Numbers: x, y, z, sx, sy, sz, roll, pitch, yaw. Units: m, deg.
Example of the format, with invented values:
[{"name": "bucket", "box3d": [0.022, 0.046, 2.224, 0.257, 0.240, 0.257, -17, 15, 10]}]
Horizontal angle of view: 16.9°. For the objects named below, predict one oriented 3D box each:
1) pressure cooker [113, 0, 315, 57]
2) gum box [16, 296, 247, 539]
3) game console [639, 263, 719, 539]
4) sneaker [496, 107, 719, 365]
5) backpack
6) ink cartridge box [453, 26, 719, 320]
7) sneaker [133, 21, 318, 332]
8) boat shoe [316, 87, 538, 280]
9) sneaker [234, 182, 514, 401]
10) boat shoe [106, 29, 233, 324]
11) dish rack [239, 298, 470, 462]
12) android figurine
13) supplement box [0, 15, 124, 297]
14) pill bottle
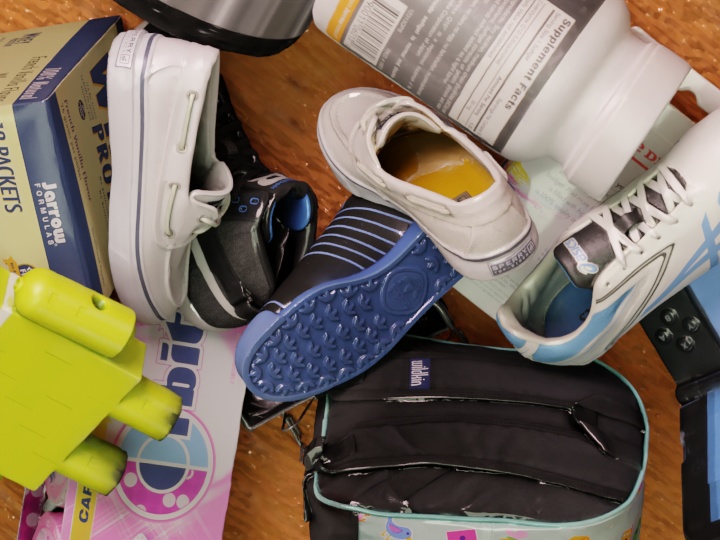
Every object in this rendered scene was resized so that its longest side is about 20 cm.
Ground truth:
[{"name": "pressure cooker", "box3d": [-0.069, -0.248, 1.404, 0.176, 0.179, 0.200, 33, 113, 3]}, {"name": "gum box", "box3d": [-0.144, 0.120, 1.528, 0.113, 0.066, 0.200, 11, 85, -32]}, {"name": "game console", "box3d": [0.241, 0.035, 1.382, 0.200, 0.118, 0.171, -26, 102, 32]}, {"name": "sneaker", "box3d": [0.159, -0.018, 1.393, 0.200, 0.072, 0.072, -47, 59, 22]}, {"name": "backpack", "box3d": [0.074, 0.130, 1.453, 0.200, 0.176, 0.154, -3, 125, 7]}, {"name": "ink cartridge box", "box3d": [0.149, -0.049, 1.492, 0.117, 0.067, 0.200, 38, 109, -3]}, {"name": "sneaker", "box3d": [-0.076, -0.067, 1.480, 0.112, 0.073, 0.200, -13, 91, 52]}, {"name": "boat shoe", "box3d": [0.030, -0.068, 1.396, 0.071, 0.200, 0.070, -32, 130, -9]}, {"name": "sneaker", "box3d": [0.000, 0.000, 1.446, 0.200, 0.078, 0.070, -36, 123, -12]}, {"name": "boat shoe", "box3d": [-0.108, -0.046, 1.411, 0.067, 0.074, 0.200, 7, 132, 9]}, {"name": "dish rack", "box3d": [0.031, 0.120, 1.570, 0.153, 0.055, 0.200, -27, 102, 16]}, {"name": "android figurine", "box3d": [-0.209, 0.061, 1.401, 0.200, 0.041, 0.182, 30, 127, -24]}, {"name": "supplement box", "box3d": [-0.246, -0.055, 1.478, 0.199, 0.200, 0.134, -8, 109, 10]}, {"name": "pill bottle", "box3d": [0.082, -0.134, 1.389, 0.200, 0.116, 0.116, 34, 109, 3]}]
